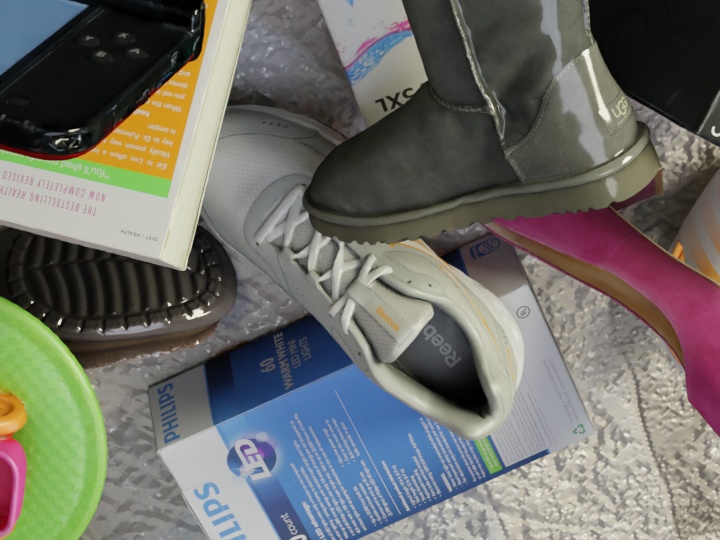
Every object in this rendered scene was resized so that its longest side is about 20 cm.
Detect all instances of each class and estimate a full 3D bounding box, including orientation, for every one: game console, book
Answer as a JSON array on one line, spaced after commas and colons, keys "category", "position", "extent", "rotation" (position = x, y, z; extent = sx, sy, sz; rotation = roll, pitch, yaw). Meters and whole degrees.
[{"category": "game console", "position": [-0.158, -0.145, 0.892], "extent": [0.198, 0.172, 0.120], "rotation": [15, 121, 15]}, {"category": "book", "position": [-0.113, -0.114, 0.957], "extent": [0.132, 0.048, 0.202], "rotation": [14, 87, 9]}]

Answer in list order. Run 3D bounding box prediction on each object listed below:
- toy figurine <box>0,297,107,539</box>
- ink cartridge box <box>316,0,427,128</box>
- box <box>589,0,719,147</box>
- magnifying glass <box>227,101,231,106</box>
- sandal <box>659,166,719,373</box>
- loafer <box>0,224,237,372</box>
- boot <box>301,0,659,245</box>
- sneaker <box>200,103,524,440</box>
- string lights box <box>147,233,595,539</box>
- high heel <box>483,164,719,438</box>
[{"category": "toy figurine", "position": [-0.226, 0.101, 0.990], "extent": [0.198, 0.184, 0.151], "rotation": [12, 111, 6]}, {"category": "ink cartridge box", "position": [0.043, -0.120, 1.050], "extent": [0.115, 0.067, 0.201], "rotation": [-21, 124, 3]}, {"category": "box", "position": [0.207, -0.140, 0.998], "extent": [0.148, 0.124, 0.201], "rotation": [22, 100, -33]}, {"category": "magnifying glass", "position": [-0.062, -0.054, 1.102], "extent": [0.199, 0.022, 0.080], "rotation": [21, 116, -20]}, {"category": "sandal", "position": [0.205, -0.035, 1.118], "extent": [0.207, 0.079, 0.059], "rotation": [-50, 152, 22]}, {"category": "loafer", "position": [-0.155, 0.019, 1.108], "extent": [0.198, 0.074, 0.071], "rotation": [-5, 148, 4]}, {"category": "boot", "position": [0.025, -0.117, 0.960], "extent": [0.181, 0.073, 0.201], "rotation": [-11, 117, 29]}, {"category": "sneaker", "position": [0.000, 0.000, 1.061], "extent": [0.200, 0.092, 0.076], "rotation": [39, 100, -10]}, {"category": "string lights box", "position": [0.005, 0.071, 1.170], "extent": [0.199, 0.059, 0.103], "rotation": [-24, 123, 5]}, {"category": "high heel", "position": [0.121, 0.021, 1.087], "extent": [0.095, 0.201, 0.067], "rotation": [-24, 158, -1]}]
